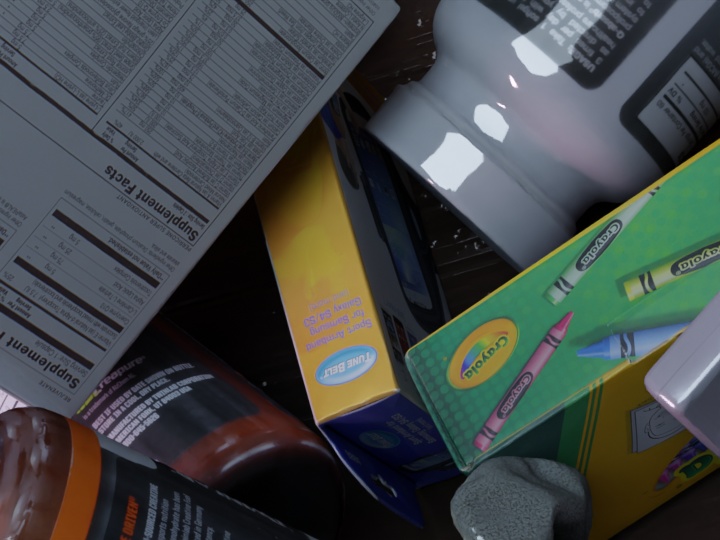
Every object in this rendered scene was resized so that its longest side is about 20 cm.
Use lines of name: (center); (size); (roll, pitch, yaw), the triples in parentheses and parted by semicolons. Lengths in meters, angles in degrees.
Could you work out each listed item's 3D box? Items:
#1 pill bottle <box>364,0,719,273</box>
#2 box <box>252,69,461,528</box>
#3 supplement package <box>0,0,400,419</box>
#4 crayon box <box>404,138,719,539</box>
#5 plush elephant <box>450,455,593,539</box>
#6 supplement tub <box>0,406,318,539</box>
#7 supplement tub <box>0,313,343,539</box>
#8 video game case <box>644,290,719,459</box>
pill bottle: (0.101, -0.101, 0.849); (0.200, 0.116, 0.116); (-48, 62, 2)
box: (0.000, 0.000, 0.856); (0.041, 0.119, 0.201); (-24, 66, 13)
supplement package: (-0.126, -0.085, 0.782); (0.200, 0.151, 0.152); (-51, 44, 0)
crayon box: (0.129, 0.018, 0.795); (0.200, 0.119, 0.058); (-35, 57, 9)
plush elephant: (0.079, 0.156, 0.752); (0.165, 0.155, 0.200); (39, 91, 27)
supplement tub: (-0.084, 0.113, 0.708); (0.107, 0.199, 0.107); (-47, 26, 31)
supplement tub: (-0.105, 0.065, 0.870); (0.200, 0.107, 0.107); (35, 88, 38)
video game case: (0.201, 0.001, 0.737); (0.200, 0.182, 0.022); (-49, 52, 1)
